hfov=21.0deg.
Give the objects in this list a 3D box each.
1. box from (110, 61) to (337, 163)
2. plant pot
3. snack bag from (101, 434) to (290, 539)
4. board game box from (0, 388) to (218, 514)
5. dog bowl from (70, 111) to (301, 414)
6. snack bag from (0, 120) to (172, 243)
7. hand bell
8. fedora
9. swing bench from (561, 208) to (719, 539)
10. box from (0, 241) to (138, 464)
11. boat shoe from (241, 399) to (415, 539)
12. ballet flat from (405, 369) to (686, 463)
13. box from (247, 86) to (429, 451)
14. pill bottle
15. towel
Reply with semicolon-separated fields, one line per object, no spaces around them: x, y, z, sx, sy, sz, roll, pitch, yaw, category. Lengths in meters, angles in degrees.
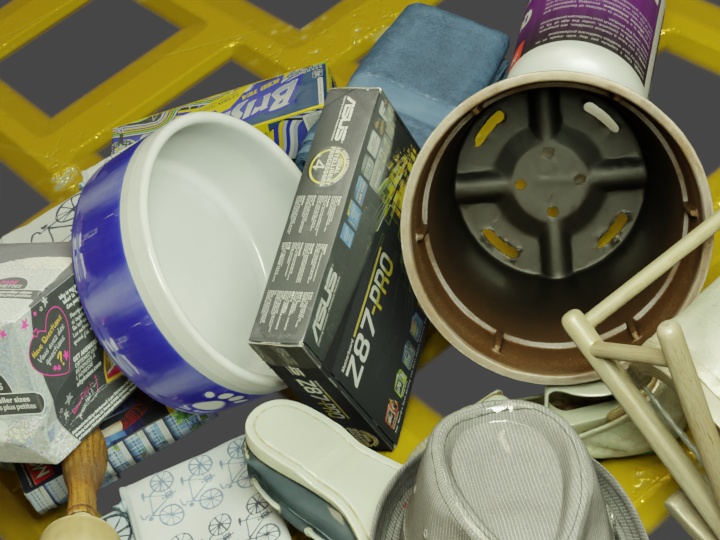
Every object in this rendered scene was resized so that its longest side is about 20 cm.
-0.110;-0.108;1.649;0.198;0.065;0.070;-16;38;9;box
0.129;-0.046;1.316;0.198;0.202;0.198;-18;11;7;plant pot
-0.140;0.210;1.304;0.198;0.022;0.189;-24;38;-1;snack bag
-0.220;0.101;1.459;0.199;0.062;0.200;-29;40;-3;board game box
-0.105;-0.004;1.362;0.078;0.200;0.201;-24;31;36;dog bowl
-0.208;-0.033;1.533;0.199;0.021;0.189;-30;31;6;snack bag
-0.184;0.162;1.291;0.103;0.105;0.201;-18;32;7;hand bell
0.092;0.154;1.165;0.175;0.091;0.201;-3;45;-2;fedora
0.265;0.059;1.163;0.198;0.201;0.130;-35;15;-17;swing bench
-0.274;0.055;1.368;0.198;0.116;0.132;-2;24;29;box
-0.001;0.162;1.261;0.199;0.062;0.075;31;48;23;boat shoe
0.115;0.099;1.282;0.198;0.063;0.068;-15;38;12;ballet flat
0.000;0.000;1.339;0.049;0.161;0.202;2;61;29;box
0.175;-0.162;1.522;0.111;0.113;0.201;-5;40;22;pill bottle
0.037;-0.131;1.589;0.111;0.049;0.201;25;58;16;towel
